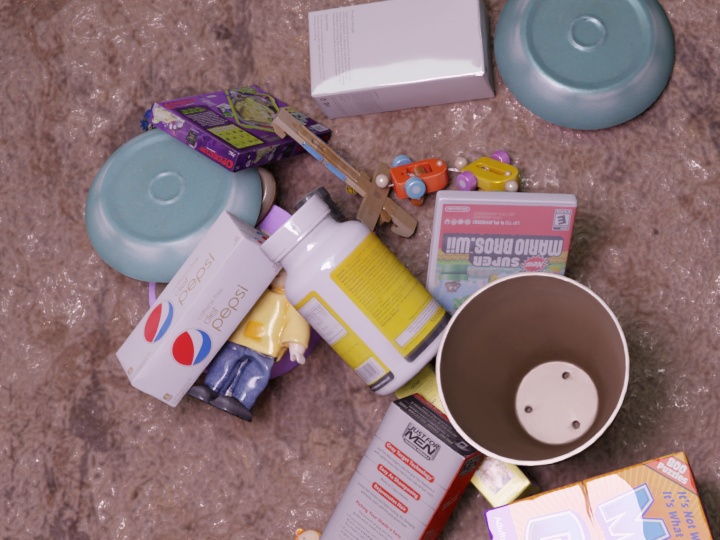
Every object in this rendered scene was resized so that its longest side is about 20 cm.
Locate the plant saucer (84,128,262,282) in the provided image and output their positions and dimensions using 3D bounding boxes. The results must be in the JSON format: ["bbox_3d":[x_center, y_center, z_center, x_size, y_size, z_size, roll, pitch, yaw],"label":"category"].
[{"bbox_3d":[-0.208,-0.083,1.763,0.198,0.036,0.201,-4,61,6],"label":"plant saucer"}]

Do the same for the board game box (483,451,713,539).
[{"bbox_3d":[0.253,0.311,1.566,0.199,0.200,0.201,-18,72,9],"label":"board game box"}]

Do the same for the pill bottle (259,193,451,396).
[{"bbox_3d":[-0.006,0.022,1.647,0.112,0.112,0.200,-43,93,0],"label":"pill bottle"}]

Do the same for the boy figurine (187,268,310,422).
[{"bbox_3d":[-0.104,0.060,1.730,0.124,0.064,0.201,24,85,28],"label":"boy figurine"}]

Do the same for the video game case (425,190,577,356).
[{"bbox_3d":[0.140,0.006,1.677,0.142,0.201,0.017,1,37,-5],"label":"video game case"}]

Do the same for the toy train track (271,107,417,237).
[{"bbox_3d":[-0.023,-0.102,1.791,0.200,0.115,0.033,40,126,-13],"label":"toy train track"}]

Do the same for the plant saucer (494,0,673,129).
[{"bbox_3d":[0.248,-0.255,1.780,0.198,0.036,0.201,0,72,0],"label":"plant saucer"}]

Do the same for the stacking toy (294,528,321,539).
[{"bbox_3d":[-0.122,0.337,1.720,0.199,0.110,0.116,-31,67,-7],"label":"stacking toy"}]

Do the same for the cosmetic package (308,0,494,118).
[{"bbox_3d":[0.046,-0.244,1.830,0.199,0.085,0.108,-5,75,12],"label":"cosmetic package"}]

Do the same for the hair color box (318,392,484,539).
[{"bbox_3d":[0.039,0.239,1.672,0.101,0.061,0.201,36,113,22],"label":"hair color box"}]

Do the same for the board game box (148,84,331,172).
[{"bbox_3d":[-0.131,-0.160,1.800,0.120,0.200,0.032,36,116,18],"label":"board game box"}]

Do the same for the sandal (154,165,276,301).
[{"bbox_3d":[-0.165,-0.034,1.776,0.080,0.054,0.201,32,85,20],"label":"sandal"}]

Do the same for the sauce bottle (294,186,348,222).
[{"bbox_3d":[0.000,0.000,1.765,0.066,0.066,0.200,-37,85,2],"label":"sauce bottle"}]

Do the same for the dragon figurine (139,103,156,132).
[{"bbox_3d":[-0.241,-0.096,1.843,0.058,0.100,0.201,9,59,19],"label":"dragon figurine"}]

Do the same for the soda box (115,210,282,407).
[{"bbox_3d":[-0.170,0.041,1.704,0.200,0.064,0.068,-53,35,9],"label":"soda box"}]

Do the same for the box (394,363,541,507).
[{"bbox_3d":[0.105,0.170,1.711,0.050,0.075,0.200,-43,71,2],"label":"box"}]

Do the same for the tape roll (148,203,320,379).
[{"bbox_3d":[-0.133,0.023,1.816,0.199,0.066,0.202,-4,75,14],"label":"tape roll"}]

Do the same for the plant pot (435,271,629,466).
[{"bbox_3d":[0.187,0.118,1.635,0.186,0.200,0.189,-4,74,14],"label":"plant pot"}]

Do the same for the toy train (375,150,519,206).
[{"bbox_3d":[0.109,-0.069,1.760,0.149,0.056,0.200,-16,33,-10],"label":"toy train"}]
